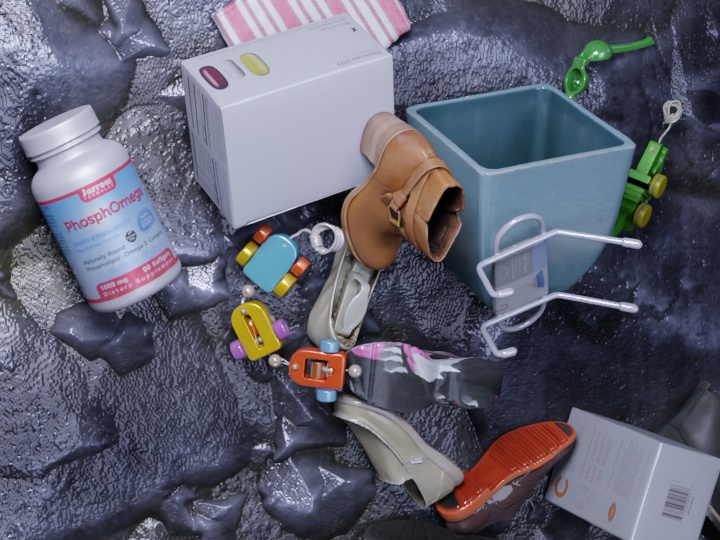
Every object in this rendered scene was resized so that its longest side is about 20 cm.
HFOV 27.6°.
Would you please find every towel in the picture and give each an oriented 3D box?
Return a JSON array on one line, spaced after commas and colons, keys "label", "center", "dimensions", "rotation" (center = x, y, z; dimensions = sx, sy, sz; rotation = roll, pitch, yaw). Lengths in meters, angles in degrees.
[{"label": "towel", "center": [-0.053, -0.280, 1.646], "dimensions": [0.200, 0.030, 0.147], "rotation": [-37, 109, -12]}]

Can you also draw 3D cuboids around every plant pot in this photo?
[{"label": "plant pot", "center": [0.174, -0.076, 1.683], "dimensions": [0.195, 0.196, 0.201], "rotation": [-11, 121, -22]}]

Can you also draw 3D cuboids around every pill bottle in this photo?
[{"label": "pill bottle", "center": [-0.275, -0.065, 1.531], "dimensions": [0.109, 0.109, 0.201], "rotation": [-30, 107, -17]}]

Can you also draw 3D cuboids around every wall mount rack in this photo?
[{"label": "wall mount rack", "center": [0.214, 0.016, 1.604], "dimensions": [0.173, 0.075, 0.200], "rotation": [-22, 143, -9]}]

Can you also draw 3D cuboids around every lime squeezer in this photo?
[{"label": "lime squeezer", "center": [0.280, -0.236, 1.795], "dimensions": [0.200, 0.038, 0.071], "rotation": [-48, 143, -12]}]

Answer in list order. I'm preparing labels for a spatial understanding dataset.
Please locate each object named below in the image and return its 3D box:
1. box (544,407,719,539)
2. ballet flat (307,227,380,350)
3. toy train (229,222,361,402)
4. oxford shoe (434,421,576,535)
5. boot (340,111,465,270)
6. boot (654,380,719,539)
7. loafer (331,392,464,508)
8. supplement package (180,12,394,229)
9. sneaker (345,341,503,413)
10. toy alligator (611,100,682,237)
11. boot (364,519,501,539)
[{"label": "box", "center": [0.328, 0.255, 1.779], "dimensions": [0.097, 0.200, 0.125], "rotation": [17, 90, -24]}, {"label": "ballet flat", "center": [0.000, 0.000, 1.681], "dimensions": [0.069, 0.069, 0.201], "rotation": [20, 88, -24]}, {"label": "toy train", "center": [-0.070, 0.043, 1.641], "dimensions": [0.149, 0.056, 0.201], "rotation": [1, 98, 8]}, {"label": "oxford shoe", "center": [0.183, 0.256, 1.799], "dimensions": [0.200, 0.071, 0.073], "rotation": [-31, 125, -10]}, {"label": "boot", "center": [0.053, -0.052, 1.554], "dimensions": [0.076, 0.155, 0.201], "rotation": [-9, 128, -30]}, {"label": "boot", "center": [0.466, 0.258, 1.912], "dimensions": [0.138, 0.077, 0.200], "rotation": [-46, 112, -17]}, {"label": "loafer", "center": [0.039, 0.214, 1.719], "dimensions": [0.200, 0.076, 0.068], "rotation": [39, 75, -23]}, {"label": "supplement package", "center": [-0.074, -0.163, 1.573], "dimensions": [0.199, 0.111, 0.156], "rotation": [-20, 133, -20]}, {"label": "sneaker", "center": [0.062, 0.127, 1.710], "dimensions": [0.199, 0.086, 0.081], "rotation": [13, 87, -26]}, {"label": "toy alligator", "center": [0.355, -0.116, 1.828], "dimensions": [0.201, 0.059, 0.054], "rotation": [-61, 155, -7]}, {"label": "boot", "center": [0.094, 0.386, 1.758], "dimensions": [0.199, 0.073, 0.151], "rotation": [9, 112, -1]}]
